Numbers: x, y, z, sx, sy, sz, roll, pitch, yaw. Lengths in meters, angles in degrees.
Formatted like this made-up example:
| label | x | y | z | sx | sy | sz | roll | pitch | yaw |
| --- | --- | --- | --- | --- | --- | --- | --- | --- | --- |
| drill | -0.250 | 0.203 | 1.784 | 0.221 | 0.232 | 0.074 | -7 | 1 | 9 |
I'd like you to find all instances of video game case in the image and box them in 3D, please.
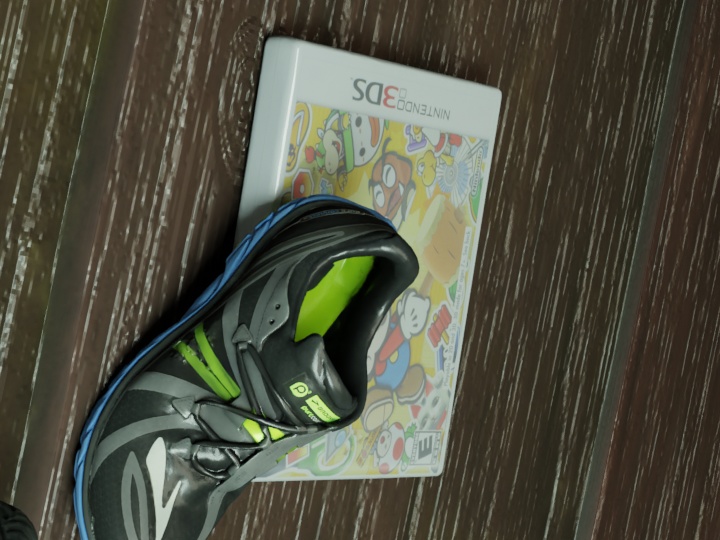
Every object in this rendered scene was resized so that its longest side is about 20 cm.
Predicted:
| label | x | y | z | sx | sy | sz | roll | pitch | yaw |
| --- | --- | --- | --- | --- | --- | --- | --- | --- | --- |
| video game case | 0.000 | 0.000 | 1.107 | 0.182 | 0.023 | 0.200 | 6 | 94 | -56 |

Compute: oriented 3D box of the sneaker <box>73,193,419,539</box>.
| label | x | y | z | sx | sy | sz | roll | pitch | yaw |
| --- | --- | --- | --- | --- | --- | --- | --- | --- | --- |
| sneaker | -0.048 | 0.051 | 0.980 | 0.200 | 0.083 | 0.071 | -53 | 126 | -16 |

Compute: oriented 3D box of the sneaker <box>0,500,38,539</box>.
| label | x | y | z | sx | sy | sz | roll | pitch | yaw |
| --- | --- | --- | --- | --- | --- | --- | --- | --- | --- |
| sneaker | -0.179 | 0.170 | 0.855 | 0.077 | 0.076 | 0.200 | 84 | 29 | -53 |
